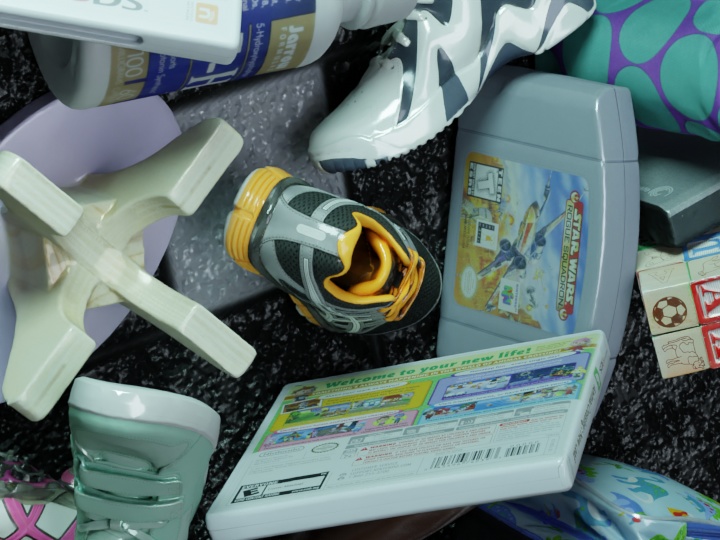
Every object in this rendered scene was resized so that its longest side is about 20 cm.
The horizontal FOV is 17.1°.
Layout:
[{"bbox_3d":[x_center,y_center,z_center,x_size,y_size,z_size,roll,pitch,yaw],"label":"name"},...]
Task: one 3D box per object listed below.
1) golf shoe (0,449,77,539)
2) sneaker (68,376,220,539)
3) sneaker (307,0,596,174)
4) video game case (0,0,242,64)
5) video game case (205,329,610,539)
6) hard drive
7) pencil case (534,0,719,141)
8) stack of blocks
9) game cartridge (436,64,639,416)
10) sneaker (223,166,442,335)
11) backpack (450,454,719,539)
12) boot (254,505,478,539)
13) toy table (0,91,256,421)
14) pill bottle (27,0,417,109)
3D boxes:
[{"bbox_3d":[-0.190,0.148,1.328,0.199,0.073,0.093,12,97,-32],"label":"golf shoe"},{"bbox_3d":[-0.117,0.129,1.222,0.073,0.201,0.119,11,71,7],"label":"sneaker"},{"bbox_3d":[0.029,-0.155,1.387,0.199,0.079,0.130,-34,105,-6],"label":"sneaker"},{"bbox_3d":[-0.145,-0.206,1.204,0.181,0.023,0.201,8,61,-12],"label":"video game case"},{"bbox_3d":[0.031,0.090,1.322,0.199,0.182,0.022,-11,108,16],"label":"video game case"},{"bbox_3d":[0.226,-0.079,1.480,0.199,0.139,0.033,-28,115,-22],"label":"hard drive"},{"bbox_3d":[0.189,-0.117,1.413,0.085,0.200,0.093,-42,116,-16],"label":"pencil case"},{"bbox_3d":[0.226,-0.016,1.461,0.115,0.200,0.059,-13,114,9],"label":"stack of blocks"},{"bbox_3d":[0.107,-0.017,1.428,0.041,0.133,0.201,-3,103,-37],"label":"game cartridge"},{"bbox_3d":[0.000,0.000,1.378,0.200,0.077,0.079,21,89,-59],"label":"sneaker"},{"bbox_3d":[0.167,0.199,1.488,0.199,0.183,0.148,20,92,-38],"label":"backpack"},{"bbox_3d":[-0.016,0.157,1.334,0.199,0.186,0.064,-28,95,20],"label":"boot"},{"bbox_3d":[-0.148,-0.007,1.290,0.183,0.117,0.201,28,86,-33],"label":"toy table"},{"bbox_3d":[-0.074,-0.161,1.285,0.199,0.120,0.120,-13,108,-21],"label":"pill bottle"}]
